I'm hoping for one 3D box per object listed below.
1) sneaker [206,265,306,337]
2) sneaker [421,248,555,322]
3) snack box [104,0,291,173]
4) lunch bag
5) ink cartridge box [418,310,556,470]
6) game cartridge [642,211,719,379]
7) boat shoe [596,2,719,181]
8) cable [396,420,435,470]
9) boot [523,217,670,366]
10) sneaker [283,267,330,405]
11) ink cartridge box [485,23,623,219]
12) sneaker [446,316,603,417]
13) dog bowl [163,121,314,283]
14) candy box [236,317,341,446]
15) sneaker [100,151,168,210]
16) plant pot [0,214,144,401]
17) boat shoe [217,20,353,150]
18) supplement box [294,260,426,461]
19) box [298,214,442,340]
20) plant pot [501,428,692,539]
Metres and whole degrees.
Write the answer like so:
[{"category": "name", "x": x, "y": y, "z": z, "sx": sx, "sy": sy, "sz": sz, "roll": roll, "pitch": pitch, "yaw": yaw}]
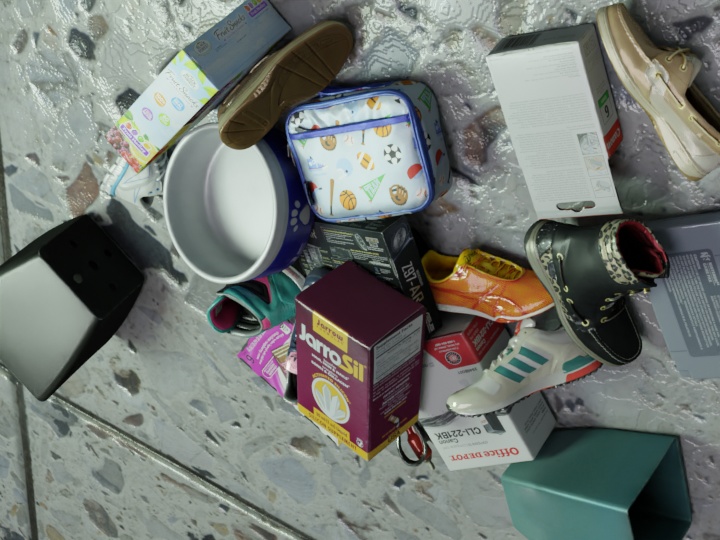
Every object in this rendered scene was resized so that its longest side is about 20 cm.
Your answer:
[{"category": "sneaker", "x": -0.170, "y": 0.025, "z": 1.615, "sx": 0.199, "sy": 0.121, "sz": 0.084, "roll": 28, "pitch": 142, "yaw": 36}, {"category": "sneaker", "x": 0.152, "y": 0.014, "z": 1.437, "sx": 0.198, "sy": 0.073, "sz": 0.078, "roll": 3, "pitch": 127, "yaw": 33}, {"category": "snack box", "x": -0.194, "y": -0.224, "z": 1.430, "sx": 0.068, "sy": 0.169, "sz": 0.200, "roll": 48, "pitch": 134, "yaw": -9}, {"category": "lunch bag", "x": 0.004, "y": -0.143, "z": 1.416, "sx": 0.199, "sy": 0.075, "sz": 0.162, "roll": -4, "pitch": 111, "yaw": 35}, {"category": "ink cartridge box", "x": 0.139, "y": 0.151, "z": 1.543, "sx": 0.144, "sy": 0.084, "sz": 0.201, "roll": -16, "pitch": 112, "yaw": 42}, {"category": "game cartridge", "x": 0.385, "y": 0.028, "z": 1.315, "sx": 0.133, "sy": 0.040, "sz": 0.201, "roll": -4, "pitch": 120, "yaw": 41}, {"category": "boat shoe", "x": 0.308, "y": -0.187, "z": 1.186, "sx": 0.069, "sy": 0.074, "sz": 0.201, "roll": -29, "pitch": 105, "yaw": 32}, {"category": "cable", "x": 0.057, "y": 0.185, "z": 1.631, "sx": 0.200, "sy": 0.097, "sz": 0.050, "roll": 50, "pitch": 173, "yaw": 0}, {"category": "boot", "x": 0.282, "y": 0.026, "z": 1.320, "sx": 0.204, "sy": 0.073, "sz": 0.153, "roll": 53, "pitch": 155, "yaw": -17}, {"category": "sneaker", "x": -0.063, "y": 0.093, "z": 1.557, "sx": 0.070, "sy": 0.082, "sz": 0.201, "roll": 24, "pitch": 130, "yaw": 27}, {"category": "ink cartridge box", "x": 0.217, "y": -0.155, "z": 1.282, "sx": 0.108, "sy": 0.050, "sz": 0.201, "roll": -2, "pitch": 122, "yaw": 35}, {"category": "sneaker", "x": 0.187, "y": 0.105, "z": 1.432, "sx": 0.070, "sy": 0.198, "sz": 0.094, "roll": -173, "pitch": 63, "yaw": -86}, {"category": "dog bowl", "x": -0.155, "y": -0.087, "z": 1.518, "sx": 0.199, "sy": 0.078, "sz": 0.202, "roll": 6, "pitch": 100, "yaw": 37}, {"category": "candy box", "x": -0.063, "y": 0.137, "z": 1.690, "sx": 0.200, "sy": 0.061, "sz": 0.137, "roll": 40, "pitch": 135, "yaw": 1}, {"category": "sneaker", "x": -0.283, "y": -0.151, "z": 1.628, "sx": 0.086, "sy": 0.075, "sz": 0.200, "roll": 36, "pitch": 144, "yaw": -4}, {"category": "plant pot", "x": -0.445, "y": 0.037, "z": 1.799, "sx": 0.177, "sy": 0.200, "sz": 0.200, "roll": -36, "pitch": 99, "yaw": 34}, {"category": "boat shoe", "x": -0.095, "y": -0.229, "z": 1.405, "sx": 0.199, "sy": 0.065, "sz": 0.071, "roll": -38, "pitch": 133, "yaw": 15}, {"category": "supplement box", "x": -0.001, "y": 0.112, "z": 1.479, "sx": 0.130, "sy": 0.103, "sz": 0.201, "roll": 32, "pitch": 139, "yaw": 32}, {"category": "box", "x": 0.000, "y": 0.000, "z": 1.517, "sx": 0.199, "sy": 0.043, "sz": 0.161, "roll": 10, "pitch": 129, "yaw": 49}, {"category": "plant pot", "x": 0.289, "y": 0.287, "z": 1.510, "sx": 0.199, "sy": 0.141, "sz": 0.142, "roll": 7, "pitch": 126, "yaw": 40}]
